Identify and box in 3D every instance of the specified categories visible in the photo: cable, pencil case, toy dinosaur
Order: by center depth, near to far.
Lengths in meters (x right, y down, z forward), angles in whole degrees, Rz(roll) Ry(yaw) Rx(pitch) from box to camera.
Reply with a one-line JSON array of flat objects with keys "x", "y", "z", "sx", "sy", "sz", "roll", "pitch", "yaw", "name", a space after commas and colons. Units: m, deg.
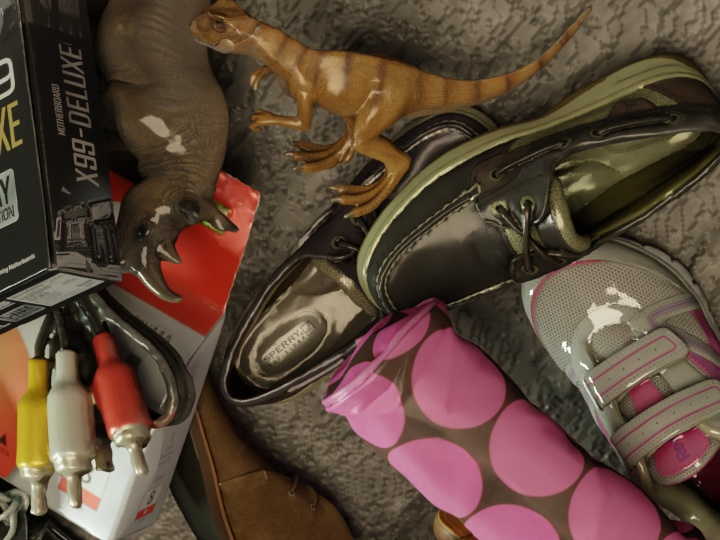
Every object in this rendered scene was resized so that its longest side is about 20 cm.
[{"x": 0.073, "y": 0.097, "z": 1.438, "sx": 0.200, "sy": 0.094, "sz": 0.091, "roll": 44, "pitch": 108, "yaw": -12, "name": "pencil case"}, {"x": 0.013, "y": -0.084, "z": 1.446, "sx": 0.200, "sy": 0.060, "sz": 0.106, "roll": 7, "pitch": 125, "yaw": -19, "name": "toy dinosaur"}, {"x": -0.146, "y": 0.018, "z": 1.475, "sx": 0.097, "sy": 0.050, "sz": 0.200, "roll": -21, "pitch": 79, "yaw": 24, "name": "cable"}]

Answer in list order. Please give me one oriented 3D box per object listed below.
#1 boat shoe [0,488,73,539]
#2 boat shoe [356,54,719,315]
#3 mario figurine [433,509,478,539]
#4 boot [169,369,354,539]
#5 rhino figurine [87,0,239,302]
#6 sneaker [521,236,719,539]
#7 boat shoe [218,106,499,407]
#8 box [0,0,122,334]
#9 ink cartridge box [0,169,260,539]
[{"x": -0.193, "y": 0.145, "z": 1.584, "sx": 0.199, "sy": 0.074, "sz": 0.068, "roll": 42, "pitch": 115, "yaw": -7, "name": "boat shoe"}, {"x": 0.092, "y": -0.035, "z": 1.446, "sx": 0.201, "sy": 0.066, "sz": 0.072, "roll": -31, "pitch": 120, "yaw": 0, "name": "boat shoe"}, {"x": 0.043, "y": 0.210, "z": 1.552, "sx": 0.123, "sy": 0.106, "sz": 0.200, "roll": -12, "pitch": 128, "yaw": -1, "name": "mario figurine"}, {"x": -0.056, "y": 0.123, "z": 1.570, "sx": 0.075, "sy": 0.074, "sz": 0.200, "roll": -23, "pitch": 100, "yaw": -14, "name": "boot"}, {"x": -0.106, "y": -0.080, "z": 1.462, "sx": 0.087, "sy": 0.060, "sz": 0.200, "roll": -15, "pitch": 74, "yaw": 18, "name": "rhino figurine"}, {"x": 0.158, "y": 0.064, "z": 1.487, "sx": 0.200, "sy": 0.088, "sz": 0.081, "roll": 45, "pitch": 110, "yaw": -7, "name": "sneaker"}, {"x": 0.000, "y": 0.000, "z": 1.504, "sx": 0.072, "sy": 0.065, "sz": 0.200, "roll": 44, "pitch": 109, "yaw": -4, "name": "boat shoe"}, {"x": -0.209, "y": -0.040, "z": 1.461, "sx": 0.200, "sy": 0.050, "sz": 0.158, "roll": -23, "pitch": 68, "yaw": 38, "name": "box"}, {"x": -0.151, "y": 0.019, "z": 1.517, "sx": 0.162, "sy": 0.050, "sz": 0.200, "roll": 29, "pitch": 117, "yaw": 23, "name": "ink cartridge box"}]
